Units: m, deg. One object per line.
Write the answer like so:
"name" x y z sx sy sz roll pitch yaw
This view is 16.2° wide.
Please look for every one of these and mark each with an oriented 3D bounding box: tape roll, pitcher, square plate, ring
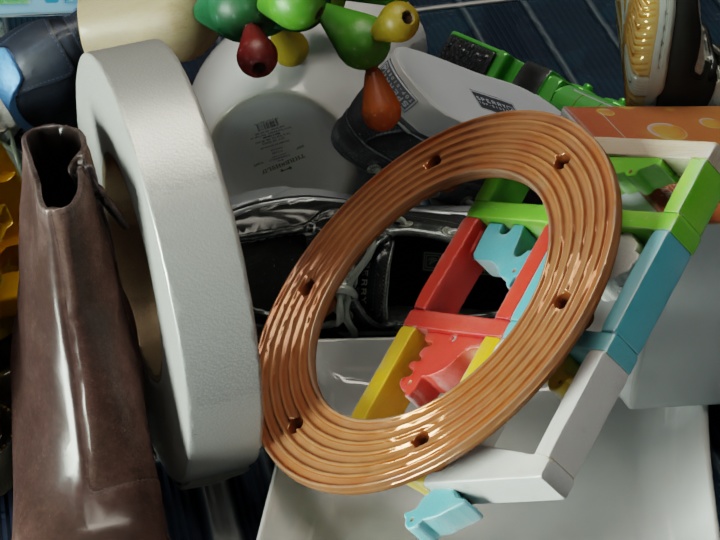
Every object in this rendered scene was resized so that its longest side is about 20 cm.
"tape roll" -0.088 -0.004 1.146 0.037 0.203 0.203 -13 30 -13
"pitcher" -0.052 -0.082 1.397 0.171 0.121 0.200 -23 17 14
"square plate" 0.060 0.089 1.139 0.198 0.029 0.200 -1 28 6
"ring" 0.034 0.014 1.109 0.200 0.019 0.201 -29 37 25

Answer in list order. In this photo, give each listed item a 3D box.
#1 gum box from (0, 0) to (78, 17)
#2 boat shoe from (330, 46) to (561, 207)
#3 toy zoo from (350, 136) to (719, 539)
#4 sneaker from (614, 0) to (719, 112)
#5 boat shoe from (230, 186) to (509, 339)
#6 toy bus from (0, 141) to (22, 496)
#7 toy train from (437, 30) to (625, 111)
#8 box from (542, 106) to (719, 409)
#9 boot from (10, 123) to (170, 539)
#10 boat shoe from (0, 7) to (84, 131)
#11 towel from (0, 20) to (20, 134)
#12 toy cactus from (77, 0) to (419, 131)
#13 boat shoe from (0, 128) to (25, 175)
"gum box" -0.158 -0.163 1.397 0.200 0.045 0.170 -4 7 -16
"boat shoe" 0.064 -0.055 1.322 0.200 0.068 0.072 17 36 -48
"toy zoo" 0.069 0.028 1.091 0.131 0.020 0.200 7 60 51
"sneaker" 0.175 -0.083 1.264 0.087 0.200 0.076 -5 53 7
"boat shoe" 0.000 0.003 1.259 0.199 0.074 0.068 5 14 -3
"toy bus" -0.252 0.032 1.190 0.192 0.136 0.200 -11 29 13
"toy train" 0.118 -0.091 1.430 0.200 0.042 0.056 28 -2 44
"box" 0.199 -0.010 1.194 0.200 0.098 0.124 -2 29 -21
"boot" -0.126 0.048 1.088 0.072 0.167 0.200 -8 30 -5
"boat shoe" -0.132 -0.094 1.328 0.069 0.084 0.200 -30 -2 8
"towel" -0.250 -0.090 1.368 0.132 0.035 0.200 -17 19 -2
"toy cactus" -0.051 -0.121 1.218 0.165 0.102 0.200 -8 17 5
"boat shoe" -0.197 -0.063 1.381 0.067 0.074 0.200 -28 15 30
